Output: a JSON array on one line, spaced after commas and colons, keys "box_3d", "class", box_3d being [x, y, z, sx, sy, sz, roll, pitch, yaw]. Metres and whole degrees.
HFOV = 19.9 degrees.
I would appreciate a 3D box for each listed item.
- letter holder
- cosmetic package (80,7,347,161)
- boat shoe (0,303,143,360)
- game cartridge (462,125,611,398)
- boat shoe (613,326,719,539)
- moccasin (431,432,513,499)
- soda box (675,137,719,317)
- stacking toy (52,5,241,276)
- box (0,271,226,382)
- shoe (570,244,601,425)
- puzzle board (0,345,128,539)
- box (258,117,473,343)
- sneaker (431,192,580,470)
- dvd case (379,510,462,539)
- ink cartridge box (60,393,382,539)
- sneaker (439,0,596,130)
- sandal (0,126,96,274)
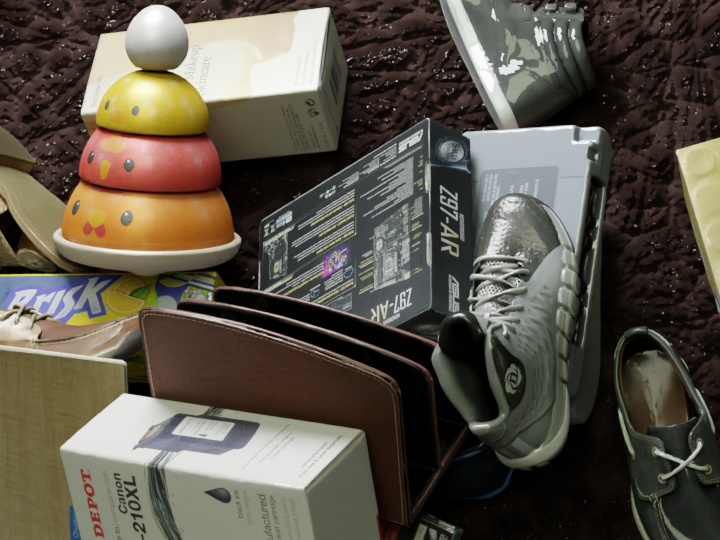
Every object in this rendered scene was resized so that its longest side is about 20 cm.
[{"box_3d": [-0.038, 0.067, 1.408, 0.200, 0.142, 0.101, 15, 45, 24], "class": "letter holder"}, {"box_3d": [-0.117, -0.146, 1.671, 0.200, 0.071, 0.105, -6, 47, 12], "class": "cosmetic package"}, {"box_3d": [-0.257, 0.061, 1.537, 0.200, 0.076, 0.072, -17, 88, 14], "class": "boat shoe"}, {"box_3d": [0.106, -0.005, 1.483, 0.133, 0.040, 0.200, 1, 72, 31], "class": "game cartridge"}, {"box_3d": [0.218, 0.134, 1.438, 0.072, 0.068, 0.200, -15, 60, 5], "class": "boat shoe"}, {"box_3d": [0.011, 0.122, 1.496, 0.200, 0.068, 0.081, -4, 54, 12], "class": "moccasin"}, {"box_3d": [0.287, -0.001, 1.495, 0.068, 0.064, 0.200, -15, 58, 7], "class": "soda box"}, {"box_3d": [-0.163, -0.104, 1.584, 0.146, 0.146, 0.200, 5, 101, 18], "class": "stacking toy"}, {"box_3d": [-0.201, 0.045, 1.603, 0.200, 0.064, 0.070, -1, 61, 15], "class": "box"}, {"box_3d": [0.127, 0.026, 1.524, 0.091, 0.072, 0.200, -5, 58, 18], "class": "shoe"}, {"box_3d": [-0.236, 0.152, 1.506, 0.150, 0.200, 0.017, 6, 19, 17], "class": "puzzle board"}, {"box_3d": [0.000, 0.000, 1.521, 0.200, 0.043, 0.161, -30, 49, 41], "class": "box"}, {"box_3d": [0.094, 0.026, 1.384, 0.075, 0.115, 0.200, -15, 64, 29], "class": "sneaker"}, {"box_3d": [-0.038, 0.210, 1.453, 0.200, 0.022, 0.146, 22, 97, 24], "class": "dvd case"}, {"box_3d": [-0.091, 0.174, 1.387, 0.200, 0.145, 0.084, 6, 28, 31], "class": "ink cartridge box"}, {"box_3d": [0.125, -0.202, 1.652, 0.099, 0.071, 0.200, -23, 64, 0], "class": "sneaker"}, {"box_3d": [-0.282, -0.038, 1.683, 0.070, 0.078, 0.212, -55, 49, 19], "class": "sandal"}]
